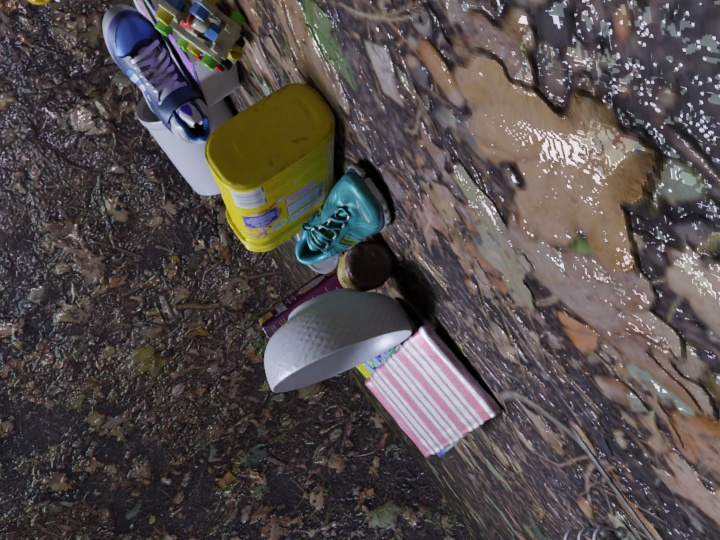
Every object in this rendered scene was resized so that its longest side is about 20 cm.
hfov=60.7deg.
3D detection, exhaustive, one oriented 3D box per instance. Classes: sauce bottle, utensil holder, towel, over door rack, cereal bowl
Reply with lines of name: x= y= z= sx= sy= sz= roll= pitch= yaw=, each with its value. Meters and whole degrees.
sauce bottle: x=0.000 y=0.000 z=0.869 sx=0.066 sy=0.066 sz=0.200 roll=55 pitch=172 yaw=1
utensil holder: x=-0.325 y=-0.280 z=1.253 sx=0.170 sy=0.169 sz=0.201 roll=46 pitch=170 yaw=44
towel: x=0.093 y=0.168 z=0.844 sx=0.147 sy=0.030 sz=0.200 roll=49 pitch=142 yaw=9
over door rack: x=0.282 y=0.364 z=0.626 sx=0.148 sy=0.066 sz=0.202 roll=76 pitch=178 yaw=-66
cereal bowl: x=-0.037 y=0.081 z=0.795 sx=0.200 sy=0.198 sz=0.084 roll=87 pitch=159 yaw=-73

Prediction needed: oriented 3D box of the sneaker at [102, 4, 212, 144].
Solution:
sneaker: x=-0.279 y=-0.273 z=0.893 sx=0.146 sy=0.080 sz=0.201 roll=39 pitch=161 yaw=29

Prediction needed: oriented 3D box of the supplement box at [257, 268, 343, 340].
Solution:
supplement box: x=-0.098 y=0.088 z=1.251 sx=0.104 sy=0.199 sz=0.131 roll=56 pitch=170 yaw=-13

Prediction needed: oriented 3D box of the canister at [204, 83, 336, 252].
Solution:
canister: x=-0.096 y=-0.112 z=0.714 sx=0.087 sy=0.148 sz=0.200 roll=53 pitch=168 yaw=10

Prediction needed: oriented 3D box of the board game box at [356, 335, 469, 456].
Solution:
board game box: x=0.080 y=0.169 z=0.905 sx=0.200 sy=0.029 sz=0.135 roll=45 pitch=142 yaw=13

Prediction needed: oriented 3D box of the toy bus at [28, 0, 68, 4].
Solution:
toy bus: x=-0.298 y=-0.384 z=0.674 sx=0.191 sy=0.200 sz=0.136 roll=35 pitch=161 yaw=43

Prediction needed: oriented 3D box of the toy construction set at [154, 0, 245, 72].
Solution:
toy construction set: x=-0.208 y=-0.312 z=0.752 sx=0.131 sy=0.092 sz=0.201 roll=30 pitch=-161 yaw=-44

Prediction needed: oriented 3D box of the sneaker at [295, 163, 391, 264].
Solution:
sneaker: x=-0.025 y=-0.052 z=0.709 sx=0.078 sy=0.079 sz=0.200 roll=52 pitch=155 yaw=4

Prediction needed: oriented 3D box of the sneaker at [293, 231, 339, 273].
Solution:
sneaker: x=-0.099 y=-0.087 z=1.085 sx=0.201 sy=0.070 sz=0.099 roll=60 pitch=180 yaw=-38

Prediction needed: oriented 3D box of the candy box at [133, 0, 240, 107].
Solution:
candy box: x=-0.268 y=-0.370 z=0.918 sx=0.201 sy=0.071 sz=0.168 roll=55 pitch=171 yaw=1

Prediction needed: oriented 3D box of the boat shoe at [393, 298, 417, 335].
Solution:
boat shoe: x=0.042 y=0.096 z=0.975 sx=0.075 sy=0.066 sz=0.199 roll=56 pitch=171 yaw=2

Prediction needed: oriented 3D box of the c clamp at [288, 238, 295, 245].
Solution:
c clamp: x=-0.160 y=-0.082 z=1.342 sx=0.199 sy=0.027 sz=0.171 roll=34 pitch=178 yaw=-1
